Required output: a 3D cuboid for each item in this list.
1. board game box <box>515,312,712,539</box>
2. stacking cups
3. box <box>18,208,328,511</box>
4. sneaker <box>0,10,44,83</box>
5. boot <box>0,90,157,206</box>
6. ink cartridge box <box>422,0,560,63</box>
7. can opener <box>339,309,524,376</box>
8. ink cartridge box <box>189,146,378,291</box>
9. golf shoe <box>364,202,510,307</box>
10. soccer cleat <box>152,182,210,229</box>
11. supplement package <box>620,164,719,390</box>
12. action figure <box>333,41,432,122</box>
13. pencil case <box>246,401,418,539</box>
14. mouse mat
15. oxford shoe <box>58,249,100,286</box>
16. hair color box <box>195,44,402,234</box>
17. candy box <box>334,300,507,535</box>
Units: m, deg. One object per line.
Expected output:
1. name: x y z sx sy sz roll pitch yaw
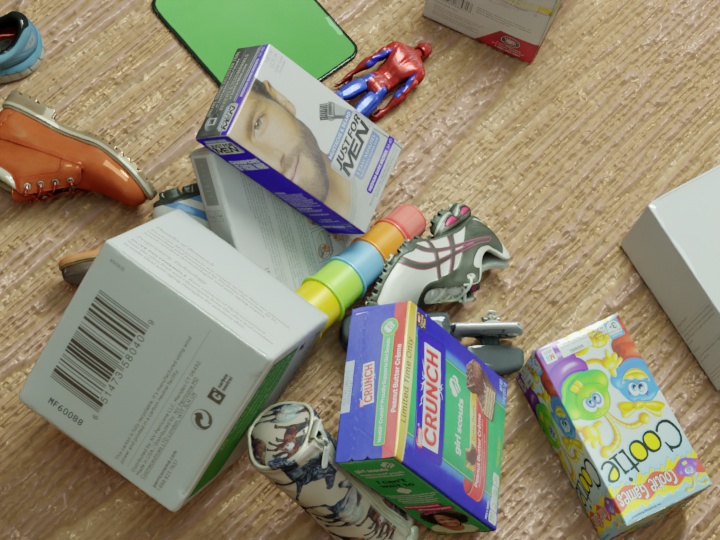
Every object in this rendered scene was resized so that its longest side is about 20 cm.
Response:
1. board game box: 0.259 0.165 1.668 0.103 0.105 0.200 -23 73 -14
2. stacking cups: 0.000 0.000 1.693 0.061 0.061 0.200 44 57 10
3. box: -0.180 0.084 1.572 0.200 0.171 0.199 35 110 7
4. sneaker: -0.441 -0.229 1.743 0.200 0.090 0.078 -32 76 -15
5. boot: -0.318 -0.102 1.725 0.200 0.075 0.107 27 72 13
6. ink cartridge box: 0.173 -0.361 1.804 0.145 0.200 0.145 26 69 3
7. can opener: 0.078 0.074 1.709 0.200 0.053 0.067 3 70 -5
8. ink cartridge box: -0.075 -0.055 1.697 0.176 0.045 0.200 -23 105 -38
9. golf shoe: 0.079 0.004 1.696 0.088 0.077 0.200 37 52 15
10. soccer cleat: -0.125 -0.063 1.739 0.200 0.070 0.086 -15 95 -14
11. supplement package: 0.392 0.006 1.737 0.117 0.117 0.200 -28 76 -15
12. action figure: 0.008 -0.201 1.808 0.200 0.052 0.065 -38 83 -23
13. pencil case: -0.024 0.212 1.580 0.200 0.089 0.078 47 61 -35
14. mouse mat: -0.121 -0.279 1.844 0.161 0.008 0.200 -37 76 -18
15. oxford shoe: -0.219 0.023 1.687 0.200 0.071 0.073 8 74 -4
16. hair color box: -0.059 -0.131 1.642 0.200 0.065 0.109 33 71 -33
17. candy box: 0.064 0.148 1.593 0.077 0.200 0.169 -13 55 32
